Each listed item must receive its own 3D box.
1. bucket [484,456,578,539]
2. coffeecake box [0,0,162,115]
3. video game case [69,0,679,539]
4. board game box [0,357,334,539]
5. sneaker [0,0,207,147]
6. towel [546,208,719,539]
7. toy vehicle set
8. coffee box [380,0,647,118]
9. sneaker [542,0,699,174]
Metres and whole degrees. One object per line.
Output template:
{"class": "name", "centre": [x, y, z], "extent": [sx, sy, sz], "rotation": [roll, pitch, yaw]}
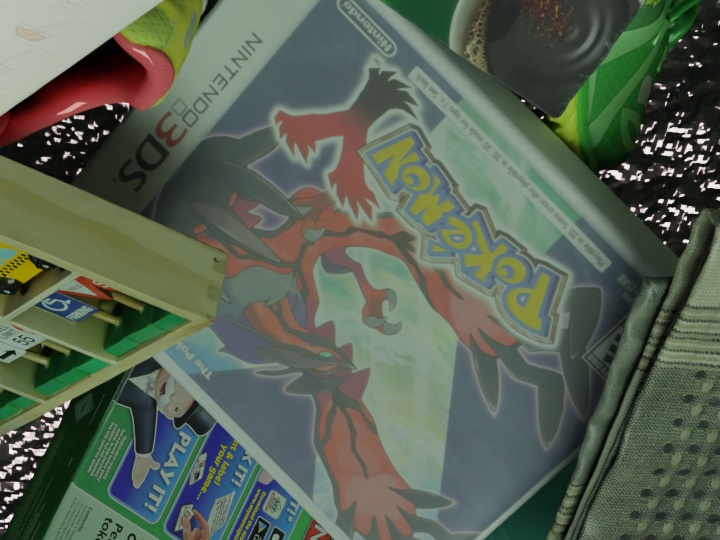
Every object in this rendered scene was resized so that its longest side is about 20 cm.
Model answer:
{"class": "bucket", "centre": [0.096, 0.159, 0.972], "extent": [0.205, 0.135, 0.209], "rotation": [-11, 118, -20]}
{"class": "coffeecake box", "centre": [-0.111, -0.123, 0.664], "extent": [0.199, 0.074, 0.153], "rotation": [-31, 149, 25]}
{"class": "video game case", "centre": [0.000, 0.000, 0.865], "extent": [0.200, 0.023, 0.182], "rotation": [44, 125, 0]}
{"class": "board game box", "centre": [-0.081, 0.127, 0.948], "extent": [0.029, 0.201, 0.134], "rotation": [5, 154, 49]}
{"class": "sneaker", "centre": [-0.146, -0.078, 0.807], "extent": [0.198, 0.091, 0.079], "rotation": [-10, 134, 5]}
{"class": "towel", "centre": [0.165, 0.052, 0.833], "extent": [0.198, 0.035, 0.194], "rotation": [3, 128, -24]}
{"class": "toy vehicle set", "centre": [-0.147, 0.009, 0.873], "extent": [0.124, 0.027, 0.200], "rotation": [23, 154, -24]}
{"class": "coffee box", "centre": [0.013, -0.148, 0.740], "extent": [0.199, 0.044, 0.123], "rotation": [35, 126, -5]}
{"class": "sneaker", "centre": [0.103, -0.109, 0.811], "extent": [0.083, 0.074, 0.201], "rotation": [6, 132, -5]}
